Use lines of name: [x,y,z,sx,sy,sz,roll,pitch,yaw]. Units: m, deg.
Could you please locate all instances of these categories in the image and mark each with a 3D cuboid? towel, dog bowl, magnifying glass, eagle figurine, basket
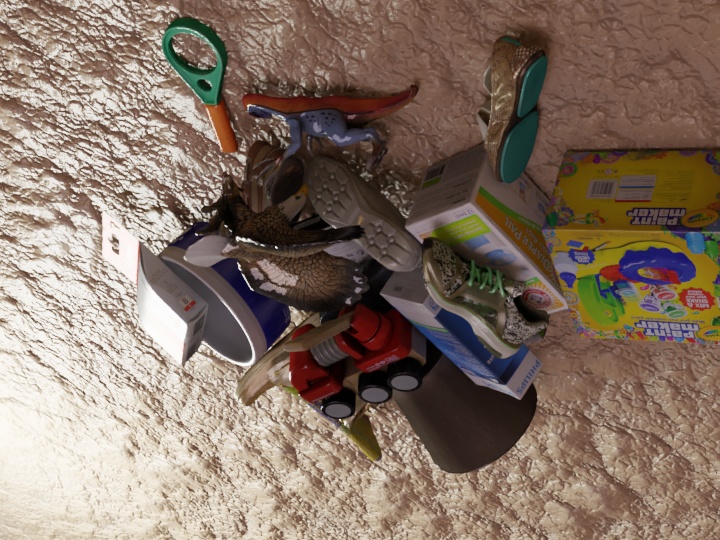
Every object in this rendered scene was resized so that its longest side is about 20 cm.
towel: [-0.047,0.203,2.016,0.199,0.144,0.023,41,100,-19]
dog bowl: [-0.192,0.033,1.853,0.199,0.079,0.201,36,154,20]
magnifying glass: [-0.186,-0.222,1.630,0.078,0.023,0.201,7,142,21]
eagle figurine: [-0.094,-0.034,1.591,0.199,0.151,0.152,37,113,18]
basket: [0.118,0.160,1.817,0.179,0.137,0.200,-37,130,11]

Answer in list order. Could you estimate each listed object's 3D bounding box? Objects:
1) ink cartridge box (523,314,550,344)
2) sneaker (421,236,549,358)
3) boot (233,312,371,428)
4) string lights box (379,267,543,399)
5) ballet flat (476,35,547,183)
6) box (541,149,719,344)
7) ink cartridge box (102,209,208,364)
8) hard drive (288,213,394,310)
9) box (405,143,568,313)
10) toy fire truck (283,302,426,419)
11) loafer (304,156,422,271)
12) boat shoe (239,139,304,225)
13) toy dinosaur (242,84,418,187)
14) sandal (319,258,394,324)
ink cartridge box: [0.145,0.019,1.724,0.103,0.060,0.200,-19,127,43]
sneaker: [0.147,0.018,1.549,0.088,0.078,0.200,-26,128,33]
boot: [-0.069,0.165,1.879,0.200,0.073,0.156,-41,84,13]
string lights box: [0.126,0.073,1.665,0.200,0.059,0.102,43,165,-28]
ballet flat: [0.162,-0.181,1.470,0.065,0.070,0.201,39,148,24]
box: [0.332,-0.026,1.512,0.197,0.123,0.194,1,140,27]
ink cartridge box: [-0.300,0.026,1.862,0.199,0.050,0.163,39,155,7]
hard drive: [0.000,0.000,1.760,0.138,0.038,0.201,-19,131,16]
box: [0.167,-0.040,1.599,0.112,0.102,0.200,-19,127,44]
toy fire truck: [-0.035,0.101,1.687,0.175,0.130,0.199,-25,135,33]
loafer: [0.005,-0.067,1.636,0.200,0.070,0.069,48,-163,29]
boat shoe: [-0.120,-0.095,1.724,0.072,0.075,0.201,41,146,17]
toy dinosaur: [-0.048,-0.186,1.588,0.180,0.105,0.201,35,107,4]
sandal: [0.025,0.010,1.720,0.076,0.043,0.200,27,124,-37]
